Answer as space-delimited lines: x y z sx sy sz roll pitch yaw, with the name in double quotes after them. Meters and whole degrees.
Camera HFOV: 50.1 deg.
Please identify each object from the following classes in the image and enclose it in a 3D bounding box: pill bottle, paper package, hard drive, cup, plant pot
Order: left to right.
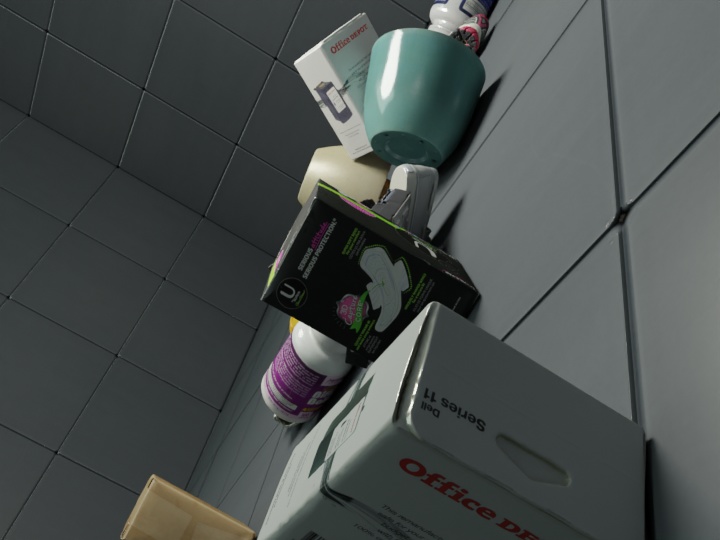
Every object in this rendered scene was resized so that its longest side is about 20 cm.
-0.289 0.437 1.292 0.105 0.197 0.191 -63 8 -19 "paper package"
-0.072 0.142 1.215 0.201 0.111 0.113 -56 10 37 "pill bottle"
-0.037 -0.154 1.458 0.200 0.140 0.204 -158 90 -86 "cup"
0.025 0.007 1.009 0.140 0.037 0.205 -54 -27 -66 "hard drive"
0.092 -0.265 1.263 0.200 0.197 0.164 142 147 -69 "plant pot"
0.220 -0.571 1.682 0.203 0.118 0.120 -62 8 -3 "pill bottle"

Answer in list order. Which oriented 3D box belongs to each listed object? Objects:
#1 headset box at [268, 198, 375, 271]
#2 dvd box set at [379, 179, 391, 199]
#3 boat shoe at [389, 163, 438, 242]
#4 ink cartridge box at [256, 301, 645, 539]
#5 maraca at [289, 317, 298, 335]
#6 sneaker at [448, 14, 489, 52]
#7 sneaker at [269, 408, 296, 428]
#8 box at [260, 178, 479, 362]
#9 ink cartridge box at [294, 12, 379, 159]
-0.034 -0.039 1.232 0.198 0.076 0.149 -35 1 10 "headset box"
0.019 -0.067 1.489 0.146 0.029 0.204 154 137 -85 "dvd box set"
0.071 -0.055 1.103 0.072 0.067 0.205 -133 45 -59 "boat shoe"
0.044 0.129 0.441 0.201 0.145 0.084 -51 11 46 "ink cartridge box"
-0.071 0.101 1.373 0.138 0.106 0.201 -56 -9 -20 "maraca"
0.201 -0.452 1.595 0.075 0.081 0.199 -49 10 -25 "sneaker"
-0.134 0.245 1.389 0.072 0.072 0.200 -62 8 -28 "sneaker"
0.008 0.009 0.850 0.126 0.197 0.149 -58 9 11 "box"
-0.005 -0.328 1.371 0.083 0.202 0.145 -14 25 47 "ink cartridge box"
